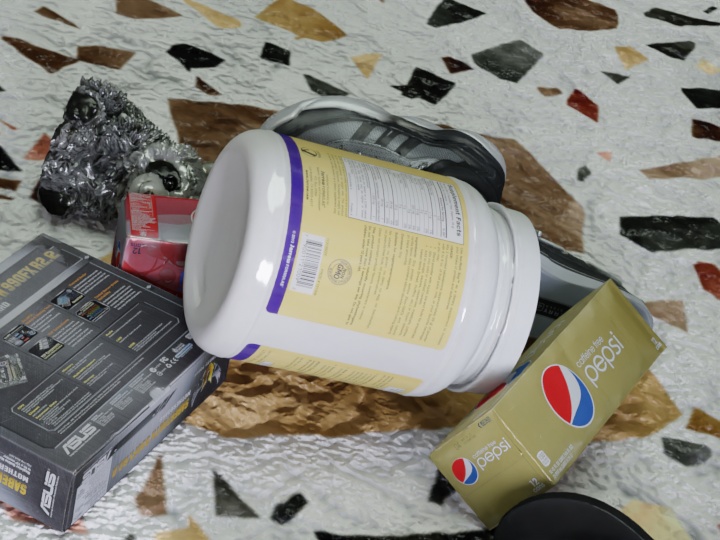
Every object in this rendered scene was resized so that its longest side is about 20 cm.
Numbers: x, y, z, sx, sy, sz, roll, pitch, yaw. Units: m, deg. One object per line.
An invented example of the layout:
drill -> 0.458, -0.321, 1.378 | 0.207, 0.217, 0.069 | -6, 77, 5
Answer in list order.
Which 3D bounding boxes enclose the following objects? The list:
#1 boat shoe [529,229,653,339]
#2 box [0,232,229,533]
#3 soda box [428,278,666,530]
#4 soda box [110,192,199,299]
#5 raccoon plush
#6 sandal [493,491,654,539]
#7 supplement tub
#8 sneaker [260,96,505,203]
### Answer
boat shoe -> 0.118, 0.003, 1.384 | 0.198, 0.074, 0.068 | 16, 21, -16
box -> -0.194, 0.064, 1.207 | 0.157, 0.049, 0.200 | 24, 33, 15
soda box -> 0.127, 0.084, 1.264 | 0.064, 0.068, 0.200 | 49, 39, 0
soda box -> -0.072, -0.001, 1.332 | 0.198, 0.071, 0.064 | 7, 32, -13
raccoon plush -> -0.152, -0.090, 1.425 | 0.133, 0.097, 0.201 | 22, 32, -3
sandal -> 0.163, 0.197, 1.123 | 0.199, 0.076, 0.045 | 31, 35, 20
supplement tub -> 0.000, 0.000, 1.225 | 0.198, 0.146, 0.146 | 13, 31, -21
sneaker -> 0.021, -0.068, 1.448 | 0.198, 0.076, 0.114 | 10, 30, -12
